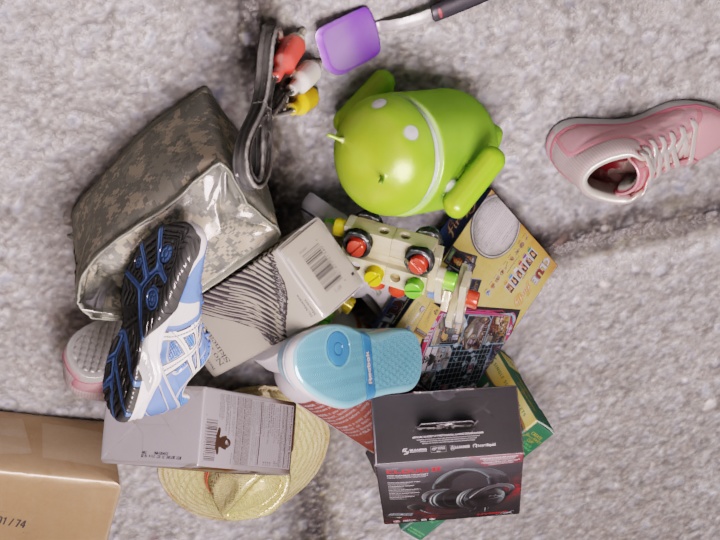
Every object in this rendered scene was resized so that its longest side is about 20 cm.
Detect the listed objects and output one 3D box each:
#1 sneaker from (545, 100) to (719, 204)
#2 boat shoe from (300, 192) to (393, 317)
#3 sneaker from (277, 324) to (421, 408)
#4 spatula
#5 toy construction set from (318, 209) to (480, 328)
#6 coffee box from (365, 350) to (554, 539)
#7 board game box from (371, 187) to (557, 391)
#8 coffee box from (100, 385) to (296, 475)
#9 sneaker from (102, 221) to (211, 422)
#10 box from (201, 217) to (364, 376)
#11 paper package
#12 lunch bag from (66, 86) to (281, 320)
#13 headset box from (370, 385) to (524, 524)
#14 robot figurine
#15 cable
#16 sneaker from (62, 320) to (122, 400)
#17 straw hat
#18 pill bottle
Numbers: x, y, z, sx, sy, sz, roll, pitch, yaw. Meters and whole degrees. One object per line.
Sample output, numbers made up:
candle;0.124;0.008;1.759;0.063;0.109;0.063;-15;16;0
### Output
sneaker;0.298;-0.115;1.633;0.198;0.105;0.076;-7;123;-12
boat shoe;0.000;0.000;1.637;0.200;0.073;0.067;40;87;-33
sneaker;-0.043;0.092;1.526;0.199;0.129;0.081;7;81;-54
spatula;0.053;-0.242;1.530;0.198;0.021;0.057;-20;124;-3
toy construction set;0.022;0.008;1.549;0.197;0.093;0.132;6;128;-2
coffee box;0.107;0.190;1.770;0.199;0.124;0.044;-40;137;14
board game box;0.108;0.031;1.665;0.136;0.034;0.201;45;75;-34
coffee box;-0.160;0.162;1.613;0.113;0.081;0.200;1;171;24
sneaker;-0.172;0.044;1.433;0.076;0.076;0.202;0;123;-37
box;-0.091;0.028;1.515;0.083;0.068;0.199;54;139;-4
paper package;-0.369;0.251;1.692;0.198;0.104;0.192;8;122;-21
lunch bag;-0.187;-0.048;1.504;0.199;0.165;0.118;-34;122;9
headset box;0.088;0.184;1.606;0.147;0.078;0.201;-5;154;1
robot figurine;0.054;-0.114;1.530;0.199;0.175;0.117;-11;134;-50
cable;-0.076;-0.157;1.458;0.050;0.201;0.098;-5;124;15
sneaker;-0.216;0.072;1.633;0.199;0.076;0.105;-23;165;-25
straw hat;-0.122;0.227;1.755;0.198;0.085;0.203;-8;125;-11
pill bottle;-0.019;0.106;1.686;0.112;0.113;0.199;-44;124;15
